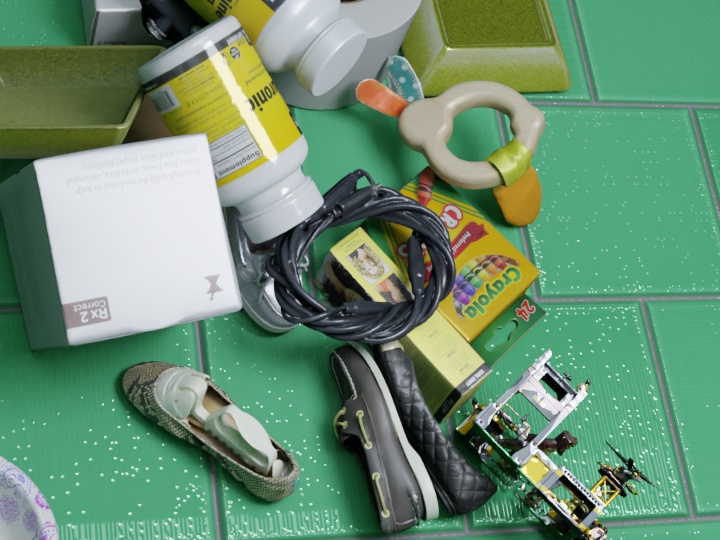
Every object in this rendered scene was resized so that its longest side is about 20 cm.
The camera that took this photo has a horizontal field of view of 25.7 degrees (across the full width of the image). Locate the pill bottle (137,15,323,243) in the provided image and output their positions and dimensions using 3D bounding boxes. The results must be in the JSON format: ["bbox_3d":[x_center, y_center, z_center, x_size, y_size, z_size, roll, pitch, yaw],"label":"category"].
[{"bbox_3d":[-0.118,-0.131,1.510,0.111,0.111,0.201,-37,104,-29],"label":"pill bottle"}]

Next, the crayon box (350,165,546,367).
[{"bbox_3d":[0.097,0.001,1.657,0.200,0.051,0.127,44,59,8],"label":"crayon box"}]

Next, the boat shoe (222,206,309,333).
[{"bbox_3d":[-0.098,-0.038,1.592,0.074,0.065,0.204,-6,78,-35],"label":"boat shoe"}]

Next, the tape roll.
[{"bbox_3d":[-0.042,-0.295,1.718,0.201,0.139,0.204,7,61,-13],"label":"tape roll"}]

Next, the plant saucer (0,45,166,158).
[{"bbox_3d":[-0.300,-0.160,1.539,0.198,0.048,0.200,0,30,6],"label":"plant saucer"}]

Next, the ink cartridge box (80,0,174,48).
[{"bbox_3d":[-0.232,-0.340,1.715,0.144,0.084,0.201,-4,65,-18],"label":"ink cartridge box"}]

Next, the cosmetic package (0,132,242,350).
[{"bbox_3d":[-0.227,-0.023,1.459,0.164,0.200,0.166,-12,91,-23],"label":"cosmetic package"}]

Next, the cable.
[{"bbox_3d":[0.000,0.000,1.551,0.163,0.051,0.200,44,56,3],"label":"cable"}]

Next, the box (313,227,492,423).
[{"bbox_3d":[0.040,0.055,1.599,0.050,0.075,0.200,-37,77,-30],"label":"box"}]

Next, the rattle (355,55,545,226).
[{"bbox_3d":[0.101,-0.140,1.708,0.199,0.143,0.131,15,83,19],"label":"rattle"}]

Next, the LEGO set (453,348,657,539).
[{"bbox_3d":[0.194,0.169,1.539,0.116,0.154,0.200,-43,73,-13],"label":"LEGO set"}]

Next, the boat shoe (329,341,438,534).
[{"bbox_3d":[0.009,0.159,1.534,0.060,0.072,0.202,-20,62,-13],"label":"boat shoe"}]

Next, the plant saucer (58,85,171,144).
[{"bbox_3d":[-0.225,-0.138,1.641,0.199,0.035,0.202,7,61,-13],"label":"plant saucer"}]

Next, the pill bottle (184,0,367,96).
[{"bbox_3d":[-0.092,-0.267,1.554,0.200,0.112,0.112,42,60,11],"label":"pill bottle"}]

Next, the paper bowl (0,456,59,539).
[{"bbox_3d":[-0.361,0.257,1.353,0.199,0.104,0.202,7,61,-13],"label":"paper bowl"}]

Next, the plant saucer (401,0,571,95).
[{"bbox_3d":[0.139,-0.301,1.821,0.198,0.048,0.201,-4,65,-18],"label":"plant saucer"}]

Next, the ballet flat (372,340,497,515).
[{"bbox_3d":[0.067,0.145,1.557,0.057,0.066,0.201,-27,84,-6],"label":"ballet flat"}]

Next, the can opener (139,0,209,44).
[{"bbox_3d":[-0.154,-0.225,1.630,0.079,0.063,0.200,-41,105,-6],"label":"can opener"}]

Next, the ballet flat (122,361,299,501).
[{"bbox_3d":[-0.136,0.140,1.498,0.200,0.075,0.068,37,60,5],"label":"ballet flat"}]
